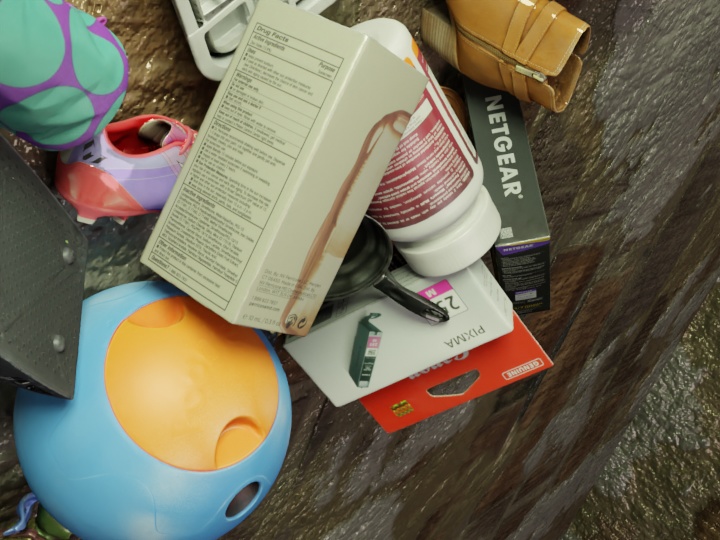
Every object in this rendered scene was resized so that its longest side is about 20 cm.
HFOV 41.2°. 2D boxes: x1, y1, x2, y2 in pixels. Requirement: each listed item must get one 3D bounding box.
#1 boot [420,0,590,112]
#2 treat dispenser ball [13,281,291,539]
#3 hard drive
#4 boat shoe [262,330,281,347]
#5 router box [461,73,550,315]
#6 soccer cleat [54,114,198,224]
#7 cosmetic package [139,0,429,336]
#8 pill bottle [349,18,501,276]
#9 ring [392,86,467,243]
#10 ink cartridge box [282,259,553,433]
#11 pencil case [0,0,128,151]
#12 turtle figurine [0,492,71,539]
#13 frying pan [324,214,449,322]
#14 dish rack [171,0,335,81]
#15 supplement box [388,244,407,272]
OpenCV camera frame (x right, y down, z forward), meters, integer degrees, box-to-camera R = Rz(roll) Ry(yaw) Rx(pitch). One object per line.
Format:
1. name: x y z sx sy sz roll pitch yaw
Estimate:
1. boot: 0.121 -0.232 0.792 0.074 0.155 0.200 -43 151 -19
2. treat dispenser ball: -0.152 0.108 0.712 0.201 0.201 0.201 -38 149 -28
3. hard drive: -0.222 -0.015 0.550 0.042 0.135 0.200 -10 149 9
4. boat shoe: -0.090 0.037 0.864 0.091 0.071 0.200 -36 146 -22
5. router box: 0.145 -0.076 0.947 0.052 0.200 0.157 -10 151 6
6. soccer cleat: -0.125 -0.076 0.686 0.200 0.067 0.077 -7 133 -50
7. cosmetic package: -0.051 -0.068 0.648 0.087 0.103 0.200 17 102 -56
8. pill bottle: 0.034 -0.095 0.784 0.110 0.110 0.200 -45 124 -16
9. ring: 0.037 -0.097 0.967 0.200 0.019 0.201 -39 149 -29
10. ink cartridge box: 0.056 0.080 0.907 0.200 0.174 0.044 -27 -153 24
11. pencil case: -0.199 -0.139 0.475 0.200 0.085 0.093 48 44 -63
12. turtle figurine: -0.276 0.293 0.796 0.194 0.144 0.200 -43 148 -11
13. frying pan: 0.004 -0.011 0.791 0.190 0.031 0.115 7 138 -18
14. dish rack: -0.069 -0.238 0.610 0.172 0.044 0.200 -42 151 -19
15. supplement box: 0.029 0.030 0.974 0.200 0.061 0.109 -48 171 32
